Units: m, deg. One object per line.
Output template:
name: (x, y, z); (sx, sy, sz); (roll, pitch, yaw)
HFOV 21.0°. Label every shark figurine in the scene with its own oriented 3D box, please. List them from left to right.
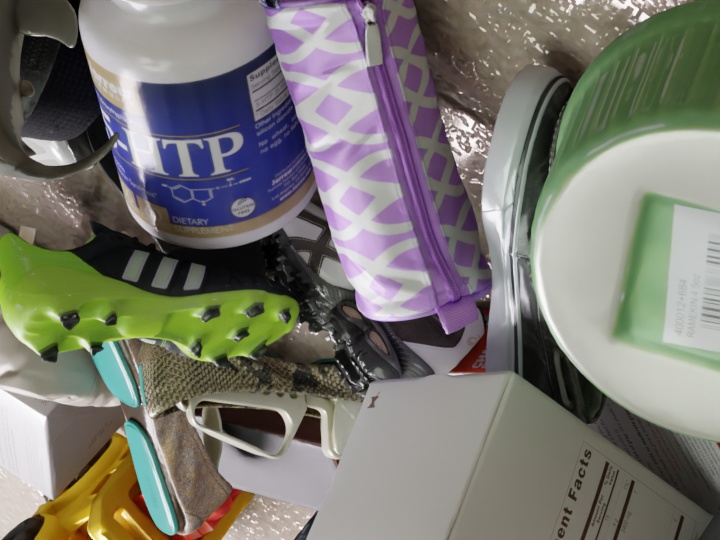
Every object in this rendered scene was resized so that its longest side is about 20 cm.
shark figurine: (-0.203, -0.112, 1.009); (0.089, 0.215, 0.128); (20, 138, -38)

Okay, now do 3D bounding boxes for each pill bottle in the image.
pill bottle: (-0.092, -0.121, 1.086); (0.119, 0.120, 0.200); (22, 142, 28)

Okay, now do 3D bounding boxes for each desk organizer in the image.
desk organizer: (-0.062, 0.107, 1.362); (0.200, 0.077, 0.072); (9, 135, 41)

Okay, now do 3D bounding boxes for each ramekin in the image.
ramekin: (0.175, -0.016, 0.897); (0.199, 0.098, 0.201); (12, 127, 17)

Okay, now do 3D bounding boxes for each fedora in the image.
fedora: (-0.200, -0.143, 1.155); (0.091, 0.201, 0.200); (20, 165, -41)

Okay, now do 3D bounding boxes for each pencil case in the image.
pencil case: (0.013, -0.070, 1.035); (0.085, 0.084, 0.201); (16, 129, 58)

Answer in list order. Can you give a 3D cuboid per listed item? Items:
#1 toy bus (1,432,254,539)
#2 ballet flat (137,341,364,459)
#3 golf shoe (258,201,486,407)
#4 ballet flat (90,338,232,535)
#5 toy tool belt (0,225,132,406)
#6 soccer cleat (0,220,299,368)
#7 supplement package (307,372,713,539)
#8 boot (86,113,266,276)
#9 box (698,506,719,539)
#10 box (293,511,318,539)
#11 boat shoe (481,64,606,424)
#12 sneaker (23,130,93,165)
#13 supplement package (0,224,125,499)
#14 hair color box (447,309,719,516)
toy bus: (-0.172, 0.207, 1.495); (0.136, 0.200, 0.192); (47, 140, -11)
ballet flat: (-0.043, 0.083, 1.223); (0.199, 0.076, 0.068); (6, 160, -18)
golf shoe: (0.000, 0.000, 1.183); (0.200, 0.094, 0.078); (52, 166, 33)
ballet flat: (-0.133, 0.080, 1.294); (0.068, 0.067, 0.201); (24, 136, 52)
toy tool belt: (-0.243, 0.017, 1.357); (0.199, 0.123, 0.125); (13, 178, 23)
soccer cleat: (-0.119, 0.010, 1.112); (0.068, 0.200, 0.081); (-52, 53, 31)
supplement package: (0.090, 0.155, 1.051); (0.200, 0.120, 0.121); (35, 155, -28)
boot: (-0.121, -0.028, 1.266); (0.200, 0.069, 0.174); (62, 168, 12)
box: (0.268, 0.186, 1.036); (0.200, 0.158, 0.048); (50, 146, -13)
box: (0.016, 0.228, 1.309); (0.148, 0.200, 0.107); (-12, 121, 51)
boat shoe: (0.109, -0.011, 1.028); (0.071, 0.072, 0.201); (14, 122, 29)
sneaker: (-0.255, -0.075, 1.277); (0.200, 0.115, 0.076); (16, 137, 56)
supplement package: (-0.278, 0.055, 1.486); (0.200, 0.121, 0.120); (30, 146, 17)
hair color box: (0.142, 0.080, 1.131); (0.200, 0.064, 0.111); (-3, 129, 46)
